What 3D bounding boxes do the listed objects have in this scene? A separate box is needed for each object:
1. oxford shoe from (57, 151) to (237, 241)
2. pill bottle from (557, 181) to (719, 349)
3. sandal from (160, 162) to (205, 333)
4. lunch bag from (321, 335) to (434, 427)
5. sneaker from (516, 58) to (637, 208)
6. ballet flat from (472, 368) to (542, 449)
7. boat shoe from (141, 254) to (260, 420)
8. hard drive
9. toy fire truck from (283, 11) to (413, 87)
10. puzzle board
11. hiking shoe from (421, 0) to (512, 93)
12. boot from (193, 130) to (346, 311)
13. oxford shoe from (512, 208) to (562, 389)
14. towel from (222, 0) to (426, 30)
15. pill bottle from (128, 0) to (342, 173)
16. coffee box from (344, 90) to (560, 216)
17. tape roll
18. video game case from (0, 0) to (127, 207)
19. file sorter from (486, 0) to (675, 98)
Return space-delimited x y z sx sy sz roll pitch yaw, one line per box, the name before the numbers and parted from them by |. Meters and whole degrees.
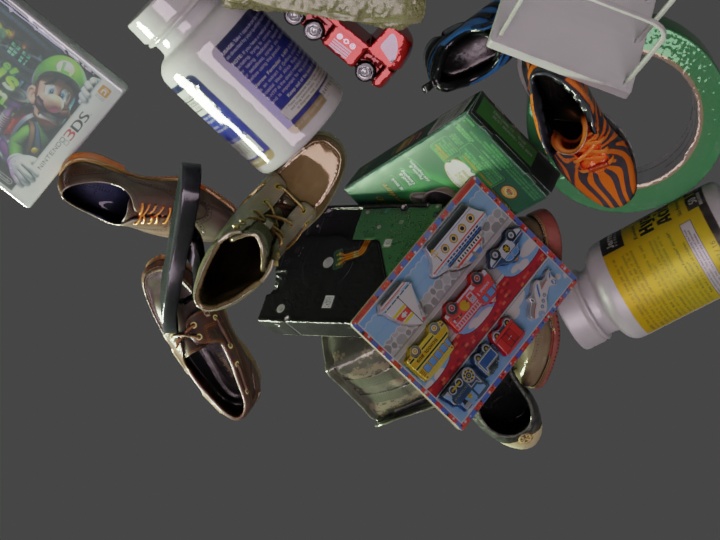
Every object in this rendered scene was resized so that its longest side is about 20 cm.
oxford shoe | -0.223 -0.062 1.557 0.200 0.073 0.071 14 115 -11
pill bottle | 0.302 0.002 1.521 0.200 0.111 0.111 -30 109 17
sandal | -0.177 -0.015 1.521 0.043 0.076 0.200 6 124 -12
lunch bag | 0.067 0.086 1.569 0.164 0.118 0.200 -23 142 14
sneaker | 0.207 -0.121 1.415 0.078 0.112 0.200 -28 117 19
ballet flat | 0.140 0.133 1.509 0.066 0.057 0.200 -32 136 3
boat shoe | -0.174 0.075 1.625 0.070 0.070 0.200 -29 108 21
hard drive | 0.000 0.000 1.496 0.200 0.140 0.038 -1 151 38
toy fire truck | -0.012 -0.290 1.449 0.200 0.049 0.141 37 111 -13
puzzle board | 0.104 0.029 1.415 0.151 0.017 0.200 44 69 -11
hiking shoe | 0.148 -0.236 1.437 0.200 0.087 0.074 -38 107 20
boot | -0.089 -0.048 1.468 0.072 0.155 0.200 41 99 -5
oxford shoe | 0.159 0.034 1.518 0.075 0.070 0.200 -12 115 -21
towel | -0.030 -0.309 1.391 0.200 0.036 0.149 6 111 -6
pill bottle | -0.126 -0.204 1.461 0.120 0.120 0.200 -41 106 21
coffee box | 0.089 -0.089 1.493 0.123 0.044 0.200 44 138 -14
tape roll | 0.267 -0.158 1.485 0.200 0.048 0.201 2 115 5
video game case | -0.375 -0.190 1.545 0.200 0.023 0.182 39 112 -12
file sorter | 0.220 -0.287 1.329 0.139 0.200 0.125 20 158 -5
